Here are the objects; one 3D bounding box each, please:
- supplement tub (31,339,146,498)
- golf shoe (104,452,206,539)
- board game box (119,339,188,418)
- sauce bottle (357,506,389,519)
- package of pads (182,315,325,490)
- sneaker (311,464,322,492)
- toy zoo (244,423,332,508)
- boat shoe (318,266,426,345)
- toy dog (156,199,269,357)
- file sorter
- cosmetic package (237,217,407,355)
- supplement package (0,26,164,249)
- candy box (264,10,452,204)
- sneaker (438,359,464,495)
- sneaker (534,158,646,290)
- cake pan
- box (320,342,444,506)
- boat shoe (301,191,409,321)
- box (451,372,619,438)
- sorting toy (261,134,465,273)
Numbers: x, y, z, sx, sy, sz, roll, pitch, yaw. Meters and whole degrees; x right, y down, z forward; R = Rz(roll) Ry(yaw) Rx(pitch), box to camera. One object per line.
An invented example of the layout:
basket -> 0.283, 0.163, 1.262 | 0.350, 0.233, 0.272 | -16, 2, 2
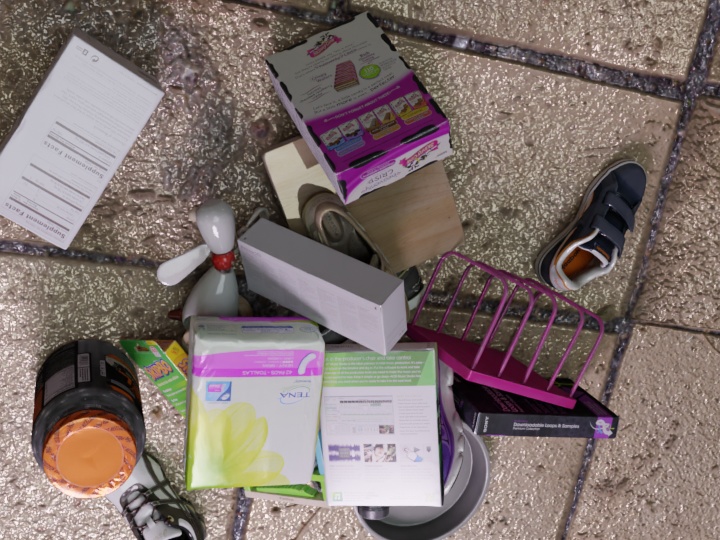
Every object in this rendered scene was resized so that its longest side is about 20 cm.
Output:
supplement tub -> -0.307, 0.166, 1.142 | 0.122, 0.200, 0.123 | -5, 109, -15
golf shoe -> -0.261, 0.294, 1.255 | 0.078, 0.095, 0.200 | -43, 112, 2
board game box -> -0.205, 0.151, 1.225 | 0.200, 0.095, 0.030 | 52, 58, -25
sauce bottle -> 0.021, 0.213, 1.268 | 0.064, 0.065, 0.201 | -1, 103, -16
package of pads -> -0.121, 0.151, 1.162 | 0.154, 0.068, 0.201 | 1, 110, -16
sneaker -> -0.020, 0.204, 1.310 | 0.087, 0.075, 0.201 | 5, 107, -24
toy zoo -> -0.105, 0.200, 1.265 | 0.131, 0.020, 0.201 | 0, 111, 27
boat shoe -> -0.013, 0.049, 1.263 | 0.201, 0.072, 0.061 | -30, 110, -13
toy dog -> -0.187, 0.008, 1.187 | 0.096, 0.132, 0.201 | 14, 101, 20
file sorter -> 0.185, 0.070, 1.261 | 0.200, 0.139, 0.126 | 19, 100, -38
cosmetic package -> -0.043, 0.015, 1.137 | 0.051, 0.200, 0.083 | -47, 148, -32
supplement package -> -0.312, -0.144, 1.088 | 0.109, 0.114, 0.200 | 31, 98, -22
candy box -> -0.004, -0.183, 1.120 | 0.136, 0.200, 0.061 | -25, 147, -7
sneaker -> 0.080, 0.191, 1.296 | 0.083, 0.081, 0.201 | -2, 66, -14
sneaker -> 0.317, -0.053, 1.320 | 0.078, 0.079, 0.200 | 35, 93, -22
cake pan -> 0.079, 0.281, 1.379 | 0.199, 0.037, 0.201 | -5, 109, -14
box -> 0.025, 0.185, 1.211 | 0.144, 0.036, 0.201 | -1, 105, 9
boat shoe -> 0.000, 0.000, 1.175 | 0.072, 0.065, 0.200 | -33, 114, -4
box -> 0.217, 0.176, 1.329 | 0.199, 0.143, 0.036 | 3, 104, -17
sorting toy -> 0.001, -0.092, 1.220 | 0.199, 0.070, 0.199 | -23, 112, -9
